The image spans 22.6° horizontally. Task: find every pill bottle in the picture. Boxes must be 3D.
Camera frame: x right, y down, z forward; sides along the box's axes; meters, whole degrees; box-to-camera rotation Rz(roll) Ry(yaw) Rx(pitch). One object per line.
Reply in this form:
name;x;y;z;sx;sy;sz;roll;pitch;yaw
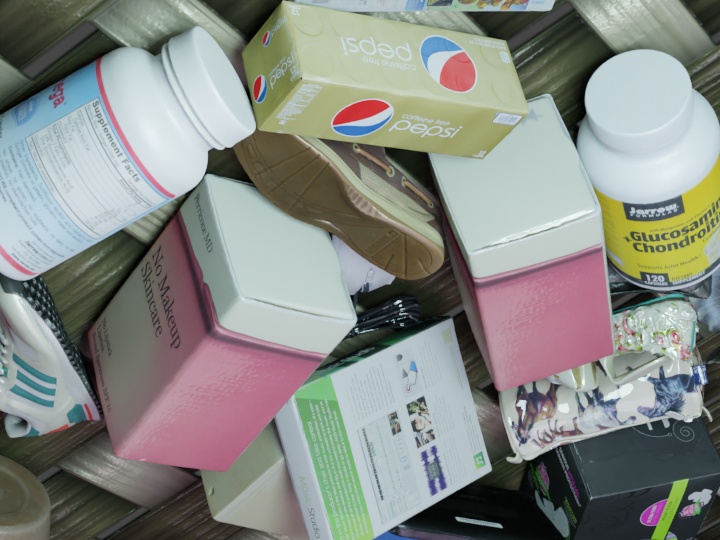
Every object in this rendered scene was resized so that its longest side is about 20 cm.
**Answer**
pill bottle;0.231;-0.079;1.421;0.111;0.112;0.200;-22;144;4
pill bottle;-0.177;-0.084;1.236;0.199;0.109;0.109;-28;143;11

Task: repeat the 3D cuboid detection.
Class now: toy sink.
toy sink;-0.041;0.158;1.590;0.199;0.131;0.112;18;130;-41

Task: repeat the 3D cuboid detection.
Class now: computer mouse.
computer mouse;0.000;0.000;1.477;0.109;0.044;0.201;-12;143;-9

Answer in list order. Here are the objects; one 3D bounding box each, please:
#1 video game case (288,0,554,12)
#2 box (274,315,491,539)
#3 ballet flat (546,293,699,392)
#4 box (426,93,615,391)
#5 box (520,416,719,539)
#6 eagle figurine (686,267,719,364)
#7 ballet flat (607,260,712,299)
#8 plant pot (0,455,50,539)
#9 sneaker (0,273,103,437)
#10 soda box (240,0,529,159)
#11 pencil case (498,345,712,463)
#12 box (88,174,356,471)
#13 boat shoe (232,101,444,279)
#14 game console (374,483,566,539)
video game case;0.060;-0.234;1.227;0.199;0.018;0.144;-3;140;-20
box;0.020;0.136;1.514;0.036;0.145;0.199;-7;-169;46
ballet flat;0.208;0.072;1.587;0.199;0.064;0.075;-19;166;41
box;0.129;-0.018;1.440;0.108;0.128;0.200;-18;143;-1
box;0.255;0.216;1.801;0.147;0.125;0.201;-9;144;-14
eagle figurine;0.406;0.023;1.645;0.199;0.151;0.153;3;107;24
ballet flat;0.214;0.016;1.573;0.199;0.057;0.066;-13;170;-7
plant pot;-0.343;0.256;1.553;0.199;0.200;0.175;9;118;-33
sneaker;-0.271;0.074;1.427;0.093;0.071;0.200;-23;147;-5
soda box;0.019;-0.133;1.280;0.199;0.068;0.064;5;147;-35
pencil case;0.224;0.119;1.682;0.199;0.090;0.078;-16;149;5
box;-0.112;0.044;1.400;0.108;0.128;0.200;12;133;-35
boat shoe;-0.012;-0.074;1.361;0.199;0.072;0.072;34;137;-23
game console;0.077;0.268;1.777;0.199;0.176;0.117;11;107;-22
